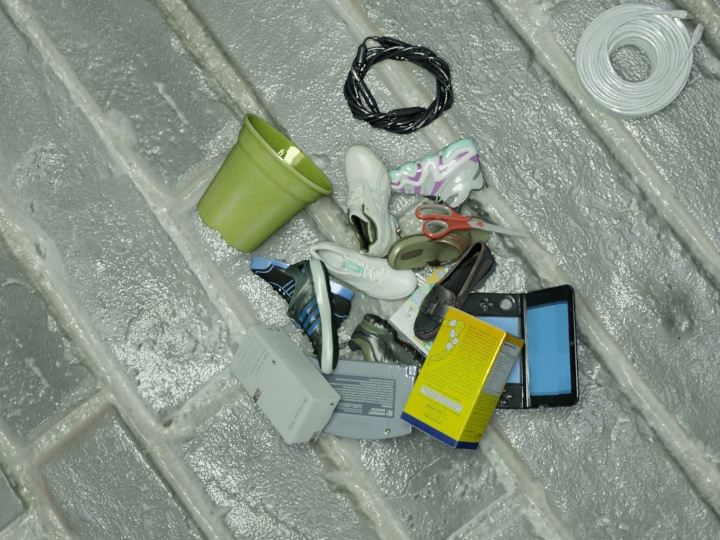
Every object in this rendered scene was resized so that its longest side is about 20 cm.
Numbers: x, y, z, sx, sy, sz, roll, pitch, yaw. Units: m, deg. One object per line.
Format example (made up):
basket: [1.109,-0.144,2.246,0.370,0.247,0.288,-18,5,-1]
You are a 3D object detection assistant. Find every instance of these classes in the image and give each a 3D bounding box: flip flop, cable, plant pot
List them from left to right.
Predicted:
plant pot: [-0.181,-0.139,1.471,0.200,0.200,0.184,45,102,6]
cable: [0.070,-0.328,1.516,0.199,0.051,0.164,23,89,5]
flip flop: [0.141,-0.038,1.454,0.199,0.058,0.081,-15,127,-24]
cable: [0.477,-0.368,1.475,0.199,0.069,0.201,17,89,7]

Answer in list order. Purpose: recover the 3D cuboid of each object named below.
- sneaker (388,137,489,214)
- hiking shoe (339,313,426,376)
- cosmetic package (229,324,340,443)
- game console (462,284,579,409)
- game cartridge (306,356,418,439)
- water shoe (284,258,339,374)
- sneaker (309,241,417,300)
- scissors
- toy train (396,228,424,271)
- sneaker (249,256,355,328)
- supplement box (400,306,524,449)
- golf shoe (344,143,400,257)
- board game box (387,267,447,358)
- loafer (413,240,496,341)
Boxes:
sneaker: [0.130,-0.134,1.488,0.199,0.078,0.141,-23,95,15]
hiking shoe: [0.058,0.172,1.486,0.200,0.076,0.101,45,104,12]
cosmetic package: [-0.132,0.191,1.439,0.200,0.074,0.102,44,115,37]
game console: [0.261,0.127,1.401,0.170,0.118,0.201,1,77,-4]
game cartridge: [-0.002,0.221,1.443,0.199,0.041,0.134,3,84,16]
water shoe: [-0.085,0.082,1.438,0.078,0.072,0.201,-10,74,6]
sneaker: [0.000,0.000,1.476,0.199,0.088,0.076,18,88,12]
scissors: [0.193,-0.085,1.450,0.199,0.014,0.073,-1,53,-10]
toy train: [0.049,-0.081,1.506,0.034,0.046,0.200,-38,84,2]
sneaker: [-0.113,0.040,1.501,0.199,0.070,0.078,21,81,5]
supplement box: [0.167,0.176,1.367,0.109,0.109,0.201,24,90,29]
golf shoe: [0.010,-0.120,1.438,0.078,0.097,0.201,-18,90,29]
board game box: [0.166,0.109,1.477,0.200,0.034,0.134,43,79,6]
loafer: [0.153,0.030,1.434,0.072,0.063,0.200,31,72,37]
